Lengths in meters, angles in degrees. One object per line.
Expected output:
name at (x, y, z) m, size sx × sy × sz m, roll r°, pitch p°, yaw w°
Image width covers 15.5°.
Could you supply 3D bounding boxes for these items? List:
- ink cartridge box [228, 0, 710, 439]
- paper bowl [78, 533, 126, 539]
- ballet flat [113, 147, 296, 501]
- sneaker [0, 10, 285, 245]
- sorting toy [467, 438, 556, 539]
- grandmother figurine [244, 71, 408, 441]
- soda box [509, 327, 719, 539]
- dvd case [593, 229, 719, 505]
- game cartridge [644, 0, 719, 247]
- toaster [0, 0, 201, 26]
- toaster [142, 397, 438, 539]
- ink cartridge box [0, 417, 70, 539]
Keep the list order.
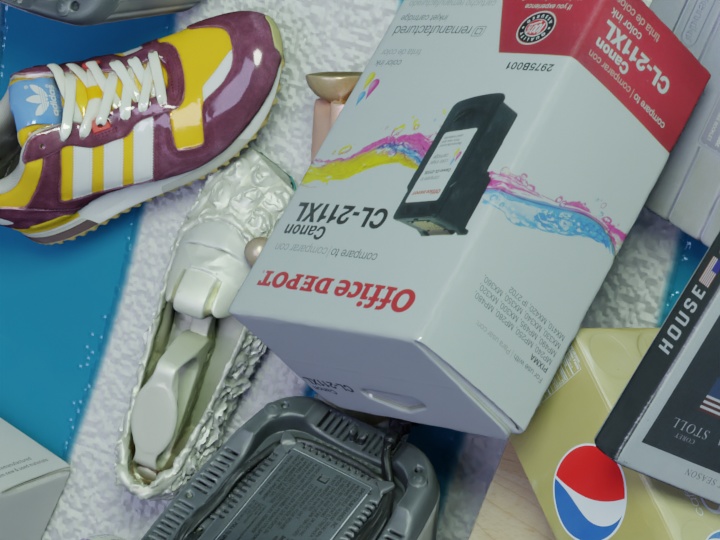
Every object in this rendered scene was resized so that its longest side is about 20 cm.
ink cartridge box at (0.050, -0.034, 1.229) m, size 0.146 × 0.083 × 0.200 m, roll 7°, pitch 62°, yaw 50°
paper bowl at (-0.159, 0.243, 1.376) m, size 0.104 × 0.201 × 0.201 m, roll 40°, pitch 111°, yaw 17°
ballet flat at (-0.083, 0.035, 1.391) m, size 0.072 × 0.072 × 0.201 m, roll 23°, pitch 105°, yaw 21°
sneaker at (-0.132, -0.080, 1.376) m, size 0.200 × 0.090 × 0.075 m, roll -32°, pitch 55°, yaw 25°
sorting toy at (0.150, 0.165, 1.261) m, size 0.199 × 0.070 × 0.199 m, roll 18°, pitch 78°, yaw 24°
grandmother figurine at (0.000, 0.000, 1.348) m, size 0.121 × 0.061 × 0.201 m, roll 2°, pitch 98°, yaw 18°
soda box at (0.138, 0.124, 1.192) m, size 0.064 × 0.068 × 0.200 m, roll -44°, pitch 59°, yaw 37°
dvd case at (0.208, 0.017, 1.151) m, size 0.200 × 0.150 × 0.025 m, roll -60°, pitch 34°, yaw 10°
game cartridge at (0.194, -0.109, 1.238) m, size 0.130 × 0.038 × 0.200 m, roll 34°, pitch 108°, yaw 33°
toaster at (-0.147, -0.195, 1.358) m, size 0.200 × 0.129 × 0.114 m, roll 25°, pitch 107°, yaw 22°
toaster at (-0.035, 0.158, 1.286) m, size 0.113 × 0.200 × 0.129 m, roll 24°, pitch 142°, yaw 21°
ink cartridge box at (-0.284, 0.127, 1.487) m, size 0.200 × 0.083 × 0.147 m, roll 31°, pitch 108°, yaw 19°
